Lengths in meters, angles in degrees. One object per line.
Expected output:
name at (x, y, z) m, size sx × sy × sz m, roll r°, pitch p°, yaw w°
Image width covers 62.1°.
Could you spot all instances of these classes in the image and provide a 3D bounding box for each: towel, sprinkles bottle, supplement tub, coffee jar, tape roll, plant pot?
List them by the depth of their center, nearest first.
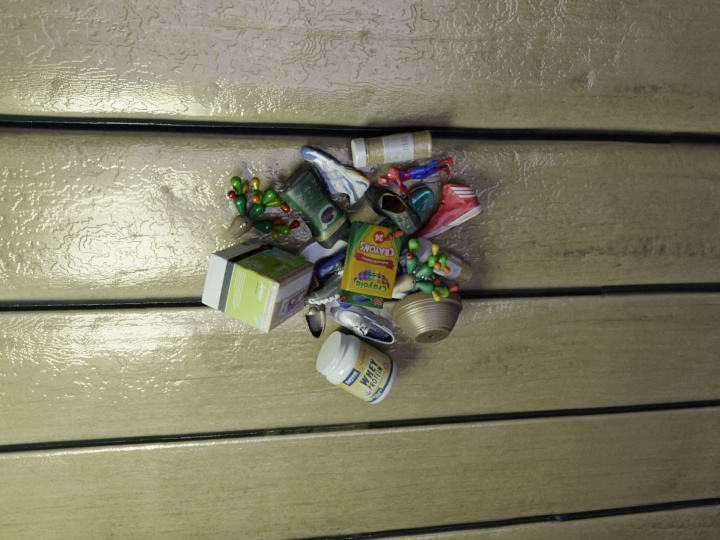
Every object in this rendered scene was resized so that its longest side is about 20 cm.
sprinkles bottle at (0.078, -0.304, 1.494) m, size 0.196 × 0.068 × 0.069 m, roll -8°, pitch 114°, yaw -7°
coffee jar at (-0.109, -0.155, 1.499) m, size 0.104 × 0.085 × 0.201 m, roll -45°, pitch 116°, yaw -17°
towel at (0.000, 0.000, 1.573) m, size 0.198 × 0.050 × 0.149 m, roll -30°, pitch 110°, yaw 17°
sprinkles bottle at (0.219, -0.023, 1.618) m, size 0.198 × 0.068 × 0.069 m, roll 25°, pitch 107°, yaw -37°
tape roll at (-0.087, 0.004, 1.619) m, size 0.199 × 0.037 × 0.206 m, roll -4°, pitch 114°, yaw -9°
plant pot at (0.187, 0.139, 1.640) m, size 0.197 × 0.094 × 0.202 m, roll -5°, pitch 152°, yaw -3°
supplement tub at (-0.012, 0.271, 1.686) m, size 0.198 × 0.145 × 0.145 m, roll 31°, pitch 104°, yaw -21°

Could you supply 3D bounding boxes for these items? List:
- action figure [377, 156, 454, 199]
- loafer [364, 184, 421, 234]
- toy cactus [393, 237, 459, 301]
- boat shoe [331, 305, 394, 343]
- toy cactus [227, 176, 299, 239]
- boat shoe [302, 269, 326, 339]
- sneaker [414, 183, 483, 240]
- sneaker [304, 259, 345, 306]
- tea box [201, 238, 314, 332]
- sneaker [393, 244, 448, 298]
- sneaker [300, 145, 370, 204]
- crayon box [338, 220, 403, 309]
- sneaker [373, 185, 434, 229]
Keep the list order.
action figure at (0.144, -0.225, 1.520) m, size 0.196 × 0.101 × 0.065 m, roll -9°, pitch 157°, yaw -9°
loafer at (0.074, -0.170, 1.490) m, size 0.073 × 0.199 × 0.072 m, roll -46°, pitch 140°, yaw -8°
toy cactus at (0.154, 0.015, 1.517) m, size 0.163 × 0.103 × 0.200 m, roll -30°, pitch 131°, yaw 13°
boat shoe at (0.010, 0.155, 1.682) m, size 0.198 × 0.069 × 0.072 m, roll 30°, pitch 105°, yaw -21°
toy cactus at (-0.266, -0.136, 1.497) m, size 0.165 × 0.103 × 0.199 m, roll -40°, pitch 123°, yaw 18°
boat shoe at (-0.124, 0.090, 1.588) m, size 0.074 × 0.072 × 0.203 m, roll -13°, pitch 115°, yaw -5°
sneaker at (0.219, -0.163, 1.602) m, size 0.198 × 0.078 × 0.117 m, roll -26°, pitch 92°, yaw 9°
sneaker at (-0.057, 0.021, 1.517) m, size 0.197 × 0.067 × 0.092 m, roll -21°, pitch 104°, yaw -4°
tea box at (-0.247, 0.030, 1.473) m, size 0.194 × 0.200 × 0.136 m, roll 22°, pitch 111°, yaw 14°
sneaker at (0.156, 0.001, 1.638) m, size 0.196 × 0.081 × 0.149 m, roll 3°, pitch 116°, yaw -6°
sneaker at (-0.073, -0.236, 1.500) m, size 0.198 × 0.075 × 0.089 m, roll 29°, pitch 106°, yaw -19°
crayon box at (0.026, -0.010, 1.474) m, size 0.125 × 0.051 × 0.204 m, roll 10°, pitch 89°, yaw -20°
sneaker at (0.119, -0.138, 1.574) m, size 0.200 × 0.080 × 0.077 m, roll -43°, pitch 114°, yaw 8°
